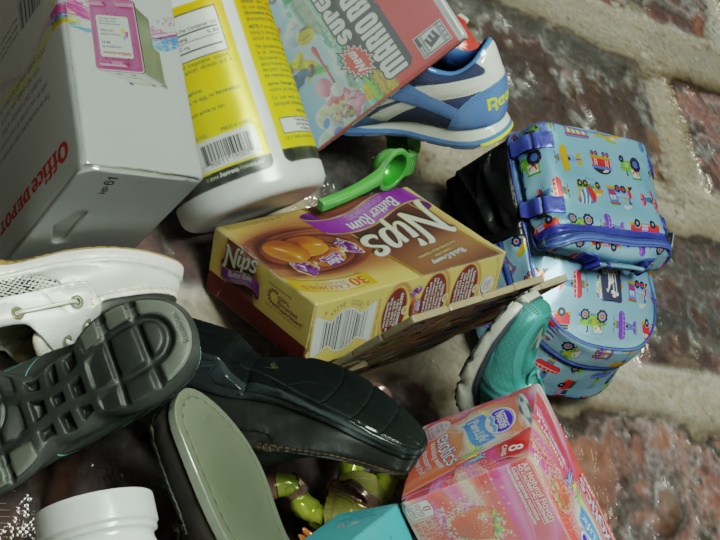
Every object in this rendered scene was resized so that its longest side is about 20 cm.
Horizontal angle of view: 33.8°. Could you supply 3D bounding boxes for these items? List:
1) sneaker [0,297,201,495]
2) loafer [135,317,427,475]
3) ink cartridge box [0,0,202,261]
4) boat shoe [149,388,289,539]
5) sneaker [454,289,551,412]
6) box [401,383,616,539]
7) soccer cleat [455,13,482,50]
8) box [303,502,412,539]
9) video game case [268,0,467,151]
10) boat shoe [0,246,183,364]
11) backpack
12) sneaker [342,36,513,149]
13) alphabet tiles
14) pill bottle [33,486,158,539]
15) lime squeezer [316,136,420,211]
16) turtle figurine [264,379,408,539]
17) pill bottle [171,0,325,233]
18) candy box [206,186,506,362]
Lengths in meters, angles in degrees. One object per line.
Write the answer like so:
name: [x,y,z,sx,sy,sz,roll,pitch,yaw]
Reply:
sneaker: [-0.179,0.084,0.681,0.197,0.079,0.076,-22,76,-4]
loafer: [-0.054,0.094,0.757,0.197,0.074,0.073,20,17,13]
ink cartridge box: [-0.184,-0.115,0.768,0.084,0.144,0.203,6,62,-37]
boat shoe: [-0.079,0.168,0.716,0.204,0.060,0.072,63,24,-14]
sneaker: [0.116,0.105,0.849,0.079,0.203,0.077,27,39,33]
box: [0.115,0.195,0.787,0.202,0.093,0.103,63,21,-13]
soccer cleat: [0.029,-0.219,1.054,0.200,0.069,0.085,43,56,-6]
box: [-0.024,0.203,0.668,0.199,0.048,0.084,-18,92,-64]
video game case: [-0.037,-0.175,0.892,0.144,0.199,0.017,56,17,4]
boat shoe: [-0.200,0.031,0.730,0.197,0.071,0.070,-6,69,-30]
backpack: [0.175,-0.002,0.997,0.180,0.134,0.204,10,63,-32]
sneaker: [0.024,-0.152,0.931,0.196,0.083,0.074,6,36,14]
alphabet tiles: [0.056,0.042,0.852,0.198,0.167,0.008,-15,77,-42]
pill bottle: [-0.128,0.226,0.644,0.109,0.110,0.203,0,66,-38]
lime squeezer: [0.014,-0.097,0.944,0.070,0.038,0.201,29,34,-12]
turtle figurine: [-0.012,0.153,0.807,0.199,0.064,0.163,38,48,-15]
pill bottle: [-0.106,-0.139,0.845,0.111,0.112,0.203,-16,86,-42]
candy box: [0.000,0.000,0.872,0.198,0.057,0.116,-15,39,-41]
